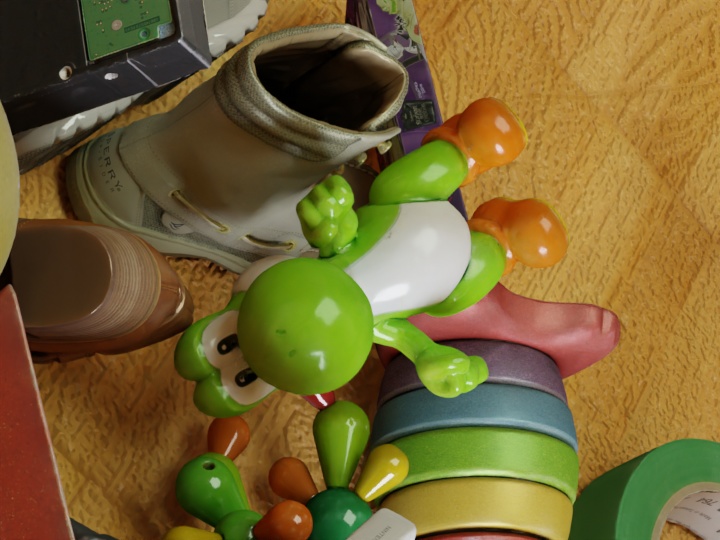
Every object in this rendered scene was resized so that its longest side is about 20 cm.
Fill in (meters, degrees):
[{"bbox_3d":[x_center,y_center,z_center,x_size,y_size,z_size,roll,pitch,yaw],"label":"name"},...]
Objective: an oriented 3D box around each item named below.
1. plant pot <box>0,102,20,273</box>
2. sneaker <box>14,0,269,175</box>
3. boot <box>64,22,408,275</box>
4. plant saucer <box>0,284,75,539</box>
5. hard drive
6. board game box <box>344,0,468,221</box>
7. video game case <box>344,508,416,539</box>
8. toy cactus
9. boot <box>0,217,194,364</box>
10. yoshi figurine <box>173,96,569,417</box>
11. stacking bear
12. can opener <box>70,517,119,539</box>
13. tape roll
[{"bbox_3d":[-0.240,-0.012,1.006,0.200,0.200,0.142,46,32,-15],"label":"plant pot"},{"bbox_3d":[-0.118,-0.123,1.368,0.200,0.075,0.082,-36,95,-49],"label":"sneaker"},{"bbox_3d":[-0.024,-0.058,1.364,0.200,0.155,0.072,7,62,-43],"label":"boot"},{"bbox_3d":[-0.142,0.132,1.126,0.037,0.200,0.201,-12,72,-15],"label":"plant saucer"},{"bbox_3d":[-0.169,-0.125,1.230,0.038,0.199,0.140,38,37,-61],"label":"hard drive"},{"bbox_3d":[0.026,-0.067,1.460,0.120,0.032,0.201,82,-5,-70],"label":"board game box"},{"bbox_3d":[-0.049,0.218,1.159,0.024,0.200,0.182,27,36,20],"label":"video game case"},{"bbox_3d":[-0.022,0.145,1.293,0.165,0.102,0.200,55,31,-20],"label":"toy cactus"},{"bbox_3d":[-0.176,0.010,1.219,0.155,0.199,0.074,29,68,-78],"label":"boot"},{"bbox_3d":[0.010,0.004,1.274,0.200,0.112,0.112,-34,62,-26],"label":"yoshi figurine"},{"bbox_3d":[0.059,0.119,1.378,0.121,0.114,0.201,15,63,-31],"label":"stacking bear"},{"bbox_3d":[-0.111,0.145,1.151,0.053,0.200,0.067,26,84,-15],"label":"can opener"},{"bbox_3d":[0.193,0.193,1.517,0.200,0.048,0.201,24,51,-34],"label":"tape roll"}]
